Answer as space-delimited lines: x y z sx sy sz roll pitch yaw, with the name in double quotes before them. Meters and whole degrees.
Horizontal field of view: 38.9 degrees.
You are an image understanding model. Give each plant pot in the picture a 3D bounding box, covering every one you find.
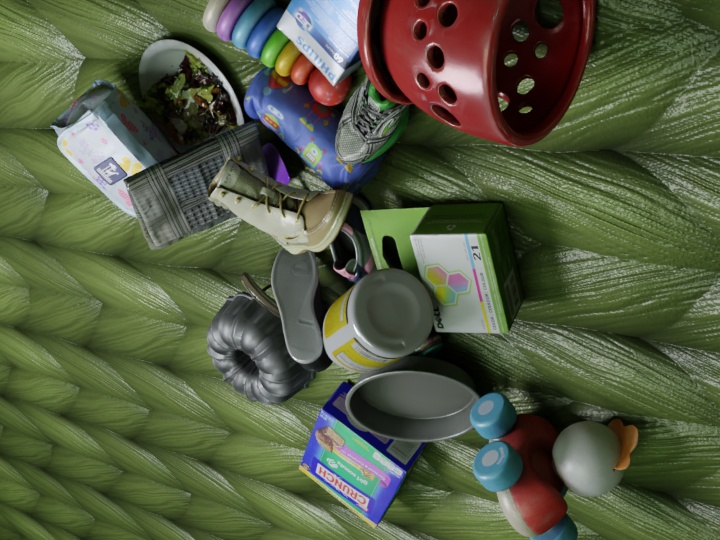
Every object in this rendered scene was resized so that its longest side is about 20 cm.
"plant pot" 0.108 -0.236 1.005 0.181 0.200 0.202 18 134 36

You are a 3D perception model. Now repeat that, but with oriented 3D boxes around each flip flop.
"flip flop" -0.093 0.054 1.548 0.199 0.058 0.081 28 173 0

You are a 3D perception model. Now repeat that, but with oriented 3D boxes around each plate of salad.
"plate of salad" -0.247 -0.230 1.450 0.199 0.048 0.201 24 136 26

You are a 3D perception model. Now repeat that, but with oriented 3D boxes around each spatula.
"spatula" -0.076 -0.093 1.431 0.200 0.021 0.056 50 154 -8

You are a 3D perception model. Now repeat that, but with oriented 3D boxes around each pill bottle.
"pill bottle" 0.013 0.073 1.325 0.111 0.111 0.200 47 158 -1

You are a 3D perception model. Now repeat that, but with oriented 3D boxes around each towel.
"towel" -0.214 -0.106 1.386 0.035 0.191 0.200 59 168 21

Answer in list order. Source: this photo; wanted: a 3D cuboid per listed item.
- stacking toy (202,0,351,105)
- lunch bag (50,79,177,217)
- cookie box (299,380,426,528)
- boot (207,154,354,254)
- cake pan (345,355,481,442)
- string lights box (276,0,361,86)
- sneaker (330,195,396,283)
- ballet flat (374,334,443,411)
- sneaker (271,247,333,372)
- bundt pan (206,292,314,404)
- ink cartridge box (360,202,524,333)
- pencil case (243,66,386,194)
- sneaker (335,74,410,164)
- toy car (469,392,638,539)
"stacking toy" -0.094 -0.277 1.257 0.199 0.086 0.085 38 141 0
"lunch bag" -0.342 -0.173 1.454 0.170 0.127 0.200 49 169 -27
"cookie box" 0.000 0.303 1.663 0.170 0.075 0.201 35 141 13
"boot" -0.106 -0.089 1.283 0.154 0.073 0.200 32 161 -18
"cake pan" 0.078 0.182 1.451 0.198 0.037 0.201 3 143 3
"string lights box" -0.009 -0.314 1.152 0.103 0.059 0.200 46 141 1
"sneaker" 0.000 0.000 1.396 0.070 0.082 0.201 -7 118 44
"ballet flat" 0.054 0.132 1.484 0.072 0.069 0.201 60 147 23
"sneaker" -0.082 0.058 1.482 0.070 0.202 0.099 -12 152 4
"bundt pan" -0.175 0.141 1.682 0.200 0.076 0.203 23 136 25
"ink cartridge box" 0.092 -0.001 1.290 0.198 0.076 0.149 -1 123 28
"pencil case" -0.063 -0.177 1.303 0.200 0.078 0.087 41 131 7
"sneaker" 0.020 -0.198 1.183 0.078 0.085 0.200 43 131 8
"toy car" 0.274 0.242 1.336 0.199 0.178 0.185 -28 119 21
